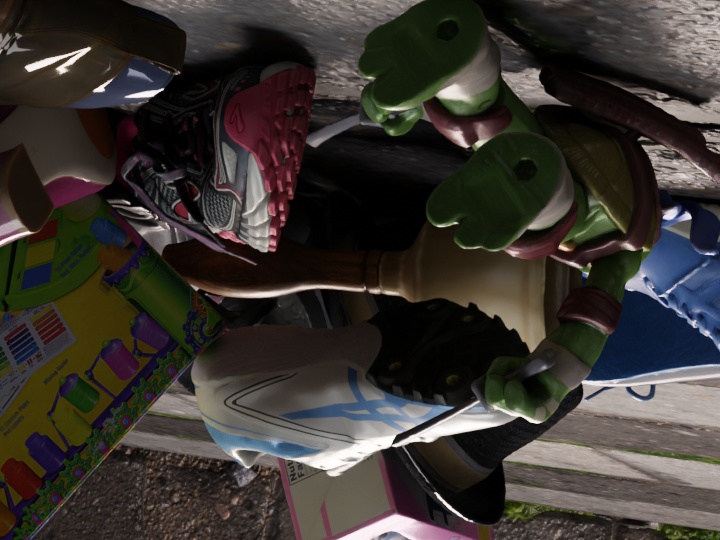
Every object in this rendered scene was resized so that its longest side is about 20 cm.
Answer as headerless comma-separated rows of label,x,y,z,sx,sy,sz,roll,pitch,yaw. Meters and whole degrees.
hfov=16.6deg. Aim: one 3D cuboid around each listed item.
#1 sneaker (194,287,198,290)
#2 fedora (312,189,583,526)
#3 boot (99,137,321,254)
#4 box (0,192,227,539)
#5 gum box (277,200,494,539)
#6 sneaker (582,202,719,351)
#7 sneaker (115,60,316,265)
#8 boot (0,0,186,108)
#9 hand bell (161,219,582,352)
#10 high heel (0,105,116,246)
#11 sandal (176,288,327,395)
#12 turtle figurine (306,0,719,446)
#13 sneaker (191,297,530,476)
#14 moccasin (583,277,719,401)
sneaker,-0.041,0.018,1.538,0.115,0.074,0.200,6,162,40
fedora,0.057,0.034,1.301,0.091,0.201,0.201,-25,159,16
boot,-0.127,-0.037,1.328,0.199,0.070,0.132,-7,161,27
box,-0.210,0.033,1.170,0.193,0.200,0.122,46,162,-11
gum box,0.003,0.074,1.378,0.066,0.200,0.113,-26,154,24
sneaker,0.180,0.029,1.195,0.199,0.112,0.077,5,170,31
sneaker,-0.068,-0.049,1.097,0.074,0.081,0.200,14,171,-10
boot,-0.152,-0.083,1.005,0.097,0.075,0.200,18,166,-27
hand bell,0.000,0.000,1.184,0.199,0.104,0.104,3,169,14
high heel,-0.166,-0.038,1.065,0.096,0.067,0.200,-20,-159,13
sandal,-0.072,0.039,1.304,0.048,0.075,0.200,-34,-178,-26
turtle figurine,0.038,-0.016,0.979,0.199,0.144,0.194,2,164,18
sneaker,0.006,0.059,1.136,0.200,0.072,0.073,-3,122,43
moccasin,0.172,0.040,1.368,0.200,0.081,0.068,6,170,31
